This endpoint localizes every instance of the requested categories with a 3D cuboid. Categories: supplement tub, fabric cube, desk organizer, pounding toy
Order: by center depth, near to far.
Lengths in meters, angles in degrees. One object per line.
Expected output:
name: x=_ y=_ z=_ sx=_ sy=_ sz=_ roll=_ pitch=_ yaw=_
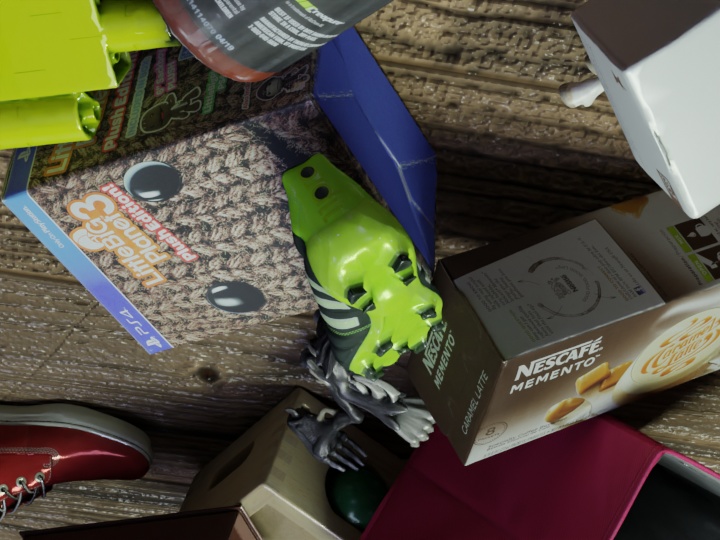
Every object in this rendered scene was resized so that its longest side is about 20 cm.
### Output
supplement tub: x=-0.004 y=-0.178 z=0.720 sx=0.199 sy=0.107 sz=0.107 roll=-27 pitch=132 yaw=31
fabric cube: x=0.146 y=0.199 z=1.025 sx=0.196 sy=0.201 sz=0.199 roll=31 pitch=178 yaw=-36
desk organizer: x=-0.167 y=0.233 z=1.107 sx=0.199 sy=0.077 sz=0.072 roll=-11 pitch=125 yaw=25
pounding toy: x=-0.014 y=0.186 z=1.168 sx=0.184 sy=0.143 sz=0.200 roll=36 pitch=130 yaw=-14

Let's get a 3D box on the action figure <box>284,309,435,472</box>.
action figure: x=0.010 y=0.053 z=1.002 sx=0.101 sy=0.119 sz=0.200 roll=19 pitch=149 yaw=-2

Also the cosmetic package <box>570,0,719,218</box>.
cosmetic package: x=0.210 y=-0.126 z=0.722 sx=0.199 sy=0.074 sz=0.102 roll=-31 pitch=126 yaw=2

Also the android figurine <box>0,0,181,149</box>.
android figurine: x=-0.197 y=-0.150 z=0.795 sx=0.198 sy=0.041 sz=0.183 roll=-4 pitch=120 yaw=10

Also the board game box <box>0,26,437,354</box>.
board game box: x=-0.076 y=-0.054 z=0.885 sx=0.199 sy=0.097 sz=0.160 roll=-16 pitch=137 yaw=23

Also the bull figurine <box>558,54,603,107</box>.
bull figurine: x=0.182 y=-0.120 z=0.808 sx=0.199 sy=0.065 sz=0.121 roll=29 pitch=139 yaw=-24

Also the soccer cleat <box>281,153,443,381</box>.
soccer cleat: x=0.000 y=0.000 z=0.821 sx=0.067 sy=0.081 sz=0.200 roll=-31 pitch=159 yaw=-6

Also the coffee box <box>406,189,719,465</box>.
coffee box: x=0.139 y=0.028 z=0.913 sx=0.199 sy=0.080 sz=0.115 roll=-17 pitch=146 yaw=-23

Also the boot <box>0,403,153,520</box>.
boot: x=-0.261 y=0.173 z=1.145 sx=0.198 sy=0.145 sz=0.073 roll=5 pitch=141 yaw=-3
